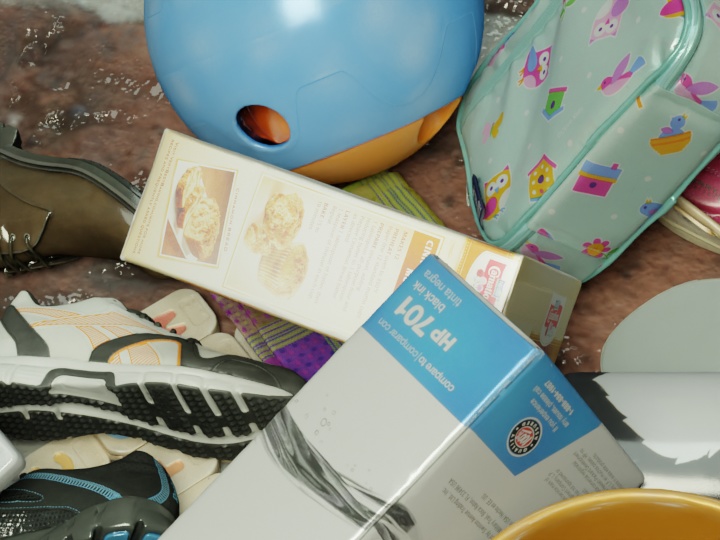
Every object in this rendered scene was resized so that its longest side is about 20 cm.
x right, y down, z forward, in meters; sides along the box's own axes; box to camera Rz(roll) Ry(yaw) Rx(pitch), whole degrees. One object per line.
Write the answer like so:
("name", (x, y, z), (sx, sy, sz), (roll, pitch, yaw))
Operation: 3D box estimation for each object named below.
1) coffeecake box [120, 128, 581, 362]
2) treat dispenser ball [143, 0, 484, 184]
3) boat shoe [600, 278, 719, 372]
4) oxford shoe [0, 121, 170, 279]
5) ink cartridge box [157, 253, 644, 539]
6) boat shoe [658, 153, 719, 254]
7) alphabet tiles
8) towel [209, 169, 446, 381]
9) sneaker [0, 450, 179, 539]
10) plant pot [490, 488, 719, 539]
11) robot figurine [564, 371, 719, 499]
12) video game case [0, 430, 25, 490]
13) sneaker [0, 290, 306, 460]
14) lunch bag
("coffeecake box", (0.000, 0.000, 1.098), (0.198, 0.153, 0.074), (20, 91, 18))
("treat dispenser ball", (-0.027, -0.151, 1.229), (0.199, 0.202, 0.202), (-4, 52, 5))
("boat shoe", (0.228, 0.039, 1.129), (0.198, 0.064, 0.071), (-17, 48, 25))
("oxford shoe", (-0.184, -0.025, 1.245), (0.199, 0.073, 0.085), (19, 67, 30))
("ink cartridge box", (0.014, 0.115, 0.940), (0.200, 0.147, 0.086), (-45, 52, -2))
("boat shoe", (0.242, -0.027, 1.168), (0.199, 0.069, 0.074), (20, 81, 27))
("alphabet tiles", (-0.084, 0.096, 1.167), (0.195, 0.015, 0.200), (-31, 56, -15))
("towel", (0.008, 0.030, 1.193), (0.143, 0.023, 0.200), (-26, 54, -20))
("sneaker", (-0.187, 0.152, 1.110), (0.198, 0.074, 0.082), (-13, 32, 5))
("plant pot", (0.124, 0.227, 0.927), (0.198, 0.184, 0.202), (-3, 56, 4))
("robot figurine", (0.157, 0.110, 1.052), (0.198, 0.125, 0.151), (0, 55, 9))
("video game case", (-0.299, 0.090, 1.084), (0.182, 0.024, 0.200), (-43, 72, -5))
("sneaker", (-0.120, 0.050, 1.151), (0.198, 0.074, 0.080), (7, 52, 14))
("lunch bag", (0.131, -0.101, 1.176), (0.077, 0.200, 0.161), (22, 37, -29))
